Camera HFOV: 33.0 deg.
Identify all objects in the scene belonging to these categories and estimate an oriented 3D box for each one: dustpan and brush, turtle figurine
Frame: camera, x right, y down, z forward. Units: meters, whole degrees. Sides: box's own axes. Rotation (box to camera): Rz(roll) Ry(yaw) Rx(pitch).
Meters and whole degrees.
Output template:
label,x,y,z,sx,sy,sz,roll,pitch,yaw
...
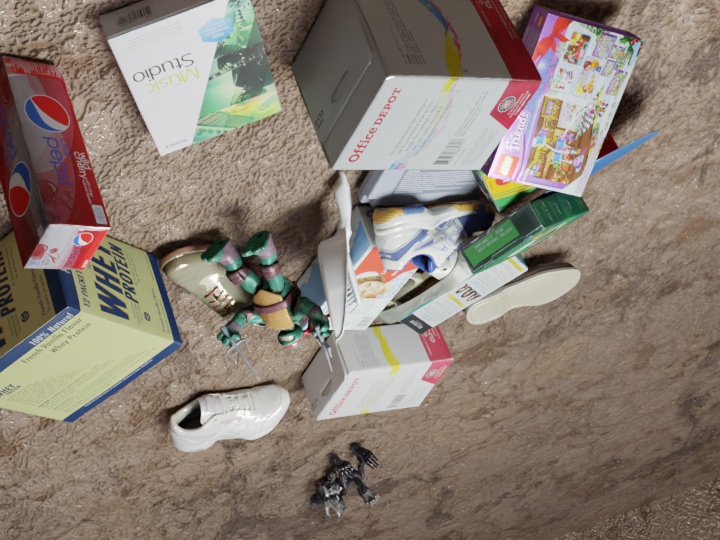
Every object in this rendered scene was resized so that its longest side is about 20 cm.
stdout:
label,x,y,z,sx,sy,sz,roll,pitch,yaw
dustpan and brush,-0.024,-0.022,1.523,0.056,0.203,0.140,-12,-170,3
turtle figurine,-0.114,0.047,1.530,0.148,0.101,0.201,-19,117,16

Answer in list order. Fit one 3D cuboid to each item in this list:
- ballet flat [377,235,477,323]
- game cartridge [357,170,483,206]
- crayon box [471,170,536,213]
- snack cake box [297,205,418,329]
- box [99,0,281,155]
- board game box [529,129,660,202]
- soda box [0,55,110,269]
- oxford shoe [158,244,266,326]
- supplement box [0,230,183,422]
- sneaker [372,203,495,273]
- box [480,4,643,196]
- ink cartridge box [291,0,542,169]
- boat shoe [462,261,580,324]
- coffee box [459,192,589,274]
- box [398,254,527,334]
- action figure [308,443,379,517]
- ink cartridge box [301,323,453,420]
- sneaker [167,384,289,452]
label,x,y,z,sx,sy,sz,roll,pitch,yaw
ballet flat,0.093,0.009,1.757,0.199,0.068,0.064,-35,141,20
game cartridge,0.105,-0.137,1.547,0.198,0.041,0.134,-5,150,-31
crayon box,0.224,-0.175,1.505,0.199,0.051,0.127,-37,143,1
snack cake box,0.000,0.000,1.668,0.114,0.068,0.200,3,142,-36
box,-0.165,-0.206,1.228,0.143,0.037,0.201,-21,153,-4
board game box,0.297,-0.150,1.608,0.157,0.039,0.199,-23,172,-45
soda box,-0.297,-0.100,1.134,0.063,0.202,0.070,2,144,-39
oxford shoe,-0.177,0.021,1.564,0.070,0.075,0.199,-34,149,25
supplement box,-0.358,0.061,1.433,0.199,0.135,0.199,-34,150,20
sneaker,0.096,-0.043,1.589,0.198,0.089,0.075,-7,-175,-36
box,0.232,-0.195,1.421,0.135,0.039,0.202,9,113,-25
ink cartridge box,0.054,-0.204,1.277,0.198,0.146,0.146,-3,147,-33
boat shoe,0.246,0.023,1.898,0.198,0.060,0.072,-19,136,-10
coffee box,0.221,-0.056,1.621,0.122,0.044,0.199,-35,173,29
box,0.146,0.018,1.825,0.199,0.050,0.082,-32,150,15
action figure,-0.031,0.419,2.324,0.118,0.102,0.201,-21,152,-28
ink cartridge box,0.025,0.158,1.937,0.198,0.084,0.146,-5,146,-31
sneaker,-0.205,0.225,1.890,0.198,0.076,0.100,-20,153,-7
